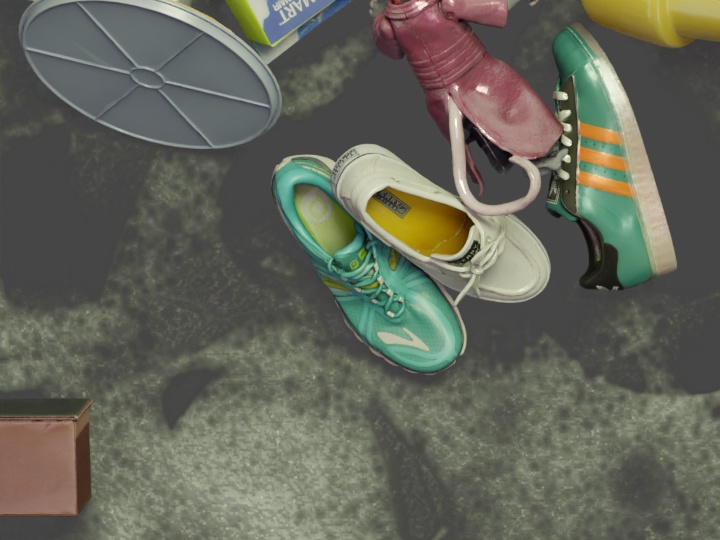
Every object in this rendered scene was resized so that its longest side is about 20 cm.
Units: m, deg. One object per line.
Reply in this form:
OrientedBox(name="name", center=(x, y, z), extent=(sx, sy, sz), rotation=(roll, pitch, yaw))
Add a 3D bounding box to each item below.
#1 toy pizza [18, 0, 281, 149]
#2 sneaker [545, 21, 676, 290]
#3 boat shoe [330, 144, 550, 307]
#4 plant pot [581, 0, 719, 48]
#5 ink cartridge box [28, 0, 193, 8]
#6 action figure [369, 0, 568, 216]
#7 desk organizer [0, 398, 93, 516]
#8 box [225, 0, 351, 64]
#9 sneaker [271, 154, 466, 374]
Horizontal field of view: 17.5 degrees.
OrientedBox(name="toy pizza", center=(-0.150, -0.152, 1.694), extent=(0.199, 0.201, 0.032), rotation=(16, 64, 1))
OrientedBox(name="sneaker", center=(0.169, -0.080, 1.732), extent=(0.079, 0.071, 0.201), rotation=(-19, 95, -1))
OrientedBox(name="boat shoe", center=(0.071, -0.020, 1.697), extent=(0.201, 0.086, 0.075), rotation=(33, 102, -32))
OrientedBox(name="plant pot", center=(0.277, -0.237, 1.623), extent=(0.188, 0.200, 0.202), rotation=(24, 96, 24))
OrientedBox(name="ink cartridge box", center=(-0.177, -0.282, 1.724), extent=(0.145, 0.084, 0.202), rotation=(16, 95, 0))
OrientedBox(name="action figure", center=(0.058, -0.147, 1.689), extent=(0.133, 0.149, 0.201), rotation=(-20, 115, 35))
OrientedBox(name="desk organizer", center=(-0.306, 0.142, 1.774), extent=(0.198, 0.072, 0.078), rotation=(0, 97, 3))
OrientedBox(name="box", center=(-0.063, -0.259, 1.686), extent=(0.122, 0.048, 0.201), rotation=(-37, 117, -16))
OrientedBox(name="sneaker", center=(0.000, 0.000, 1.743), extent=(0.077, 0.080, 0.200), rotation=(-41, 93, 5))
